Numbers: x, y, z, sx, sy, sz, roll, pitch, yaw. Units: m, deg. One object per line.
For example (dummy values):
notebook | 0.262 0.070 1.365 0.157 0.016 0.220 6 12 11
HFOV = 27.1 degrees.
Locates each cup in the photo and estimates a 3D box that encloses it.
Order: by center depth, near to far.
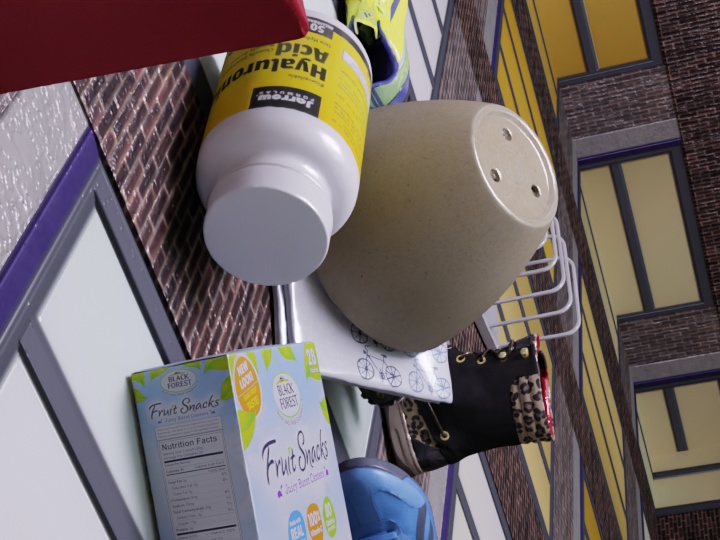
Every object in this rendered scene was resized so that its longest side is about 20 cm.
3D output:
cup | 0.068 -0.054 1.167 0.200 0.143 0.201 28 49 -37

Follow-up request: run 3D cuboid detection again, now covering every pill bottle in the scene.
pill bottle | -0.052 -0.084 1.024 0.200 0.111 0.112 -84 158 -49

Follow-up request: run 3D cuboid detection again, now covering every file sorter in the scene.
file sorter | 0.194 -0.014 1.888 0.200 0.124 0.139 61 22 -48

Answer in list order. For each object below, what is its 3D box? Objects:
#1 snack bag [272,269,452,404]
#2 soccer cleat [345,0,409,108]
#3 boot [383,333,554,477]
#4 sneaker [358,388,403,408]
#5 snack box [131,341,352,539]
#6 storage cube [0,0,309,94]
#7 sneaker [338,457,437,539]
snack bag | 0.000 0.000 1.189 0.188 0.021 0.201 17 60 -44
soccer cleat | 0.012 -0.258 1.491 0.084 0.064 0.201 28 53 -69
boot | 0.091 0.080 1.370 0.073 0.150 0.201 27 53 -72
sneaker | 0.014 0.016 1.280 0.072 0.072 0.201 -6 86 -65
snack box | -0.062 0.148 0.907 0.169 0.067 0.201 -3 80 -75
storage cube | -0.132 -0.196 0.650 0.180 0.199 0.172 53 28 -73
sneaker | 0.028 0.233 1.190 0.079 0.066 0.200 -78 154 -48
